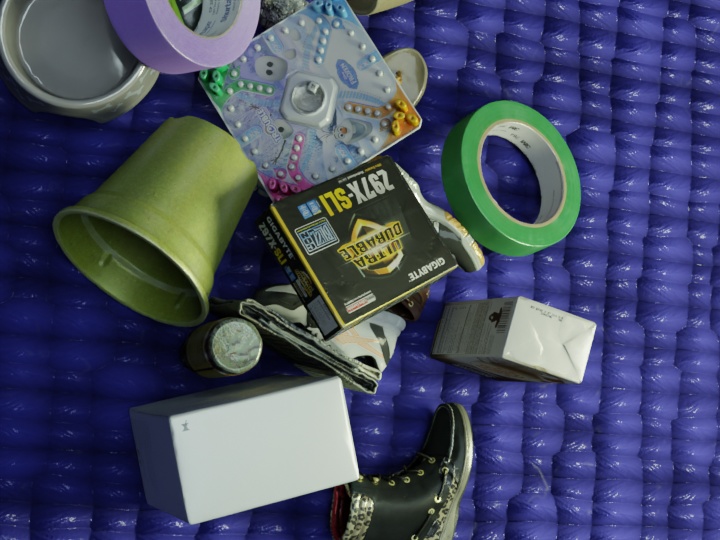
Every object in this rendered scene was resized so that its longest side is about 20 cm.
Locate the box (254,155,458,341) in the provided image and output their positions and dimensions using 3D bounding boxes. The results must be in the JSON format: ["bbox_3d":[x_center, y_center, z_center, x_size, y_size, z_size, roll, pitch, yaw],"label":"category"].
[{"bbox_3d":[-0.002,-0.030,1.470,0.200,0.049,0.160,-26,80,-40],"label":"box"}]

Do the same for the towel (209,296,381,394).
[{"bbox_3d":[-0.079,0.081,1.488,0.192,0.200,0.035,33,80,-16],"label":"towel"}]

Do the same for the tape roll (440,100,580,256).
[{"bbox_3d":[0.197,-0.120,1.673,0.200,0.048,0.201,12,67,-30],"label":"tape roll"}]

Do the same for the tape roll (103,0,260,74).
[{"bbox_3d":[-0.201,-0.326,1.453,0.200,0.065,0.201,7,82,-53],"label":"tape roll"}]

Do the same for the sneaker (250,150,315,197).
[{"bbox_3d":[-0.048,-0.100,1.552,0.199,0.087,0.075,15,86,-2],"label":"sneaker"}]

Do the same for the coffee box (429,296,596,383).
[{"bbox_3d":[0.185,0.088,1.595,0.114,0.200,0.080,20,79,-19],"label":"coffee box"}]

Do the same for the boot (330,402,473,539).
[{"bbox_3d":[0.052,0.254,1.591,0.153,0.073,0.204,14,84,-25],"label":"boot"}]

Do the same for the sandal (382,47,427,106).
[{"bbox_3d":[0.013,-0.213,1.630,0.200,0.054,0.080,-36,98,-20],"label":"sandal"}]

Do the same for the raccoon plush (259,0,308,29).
[{"bbox_3d":[-0.087,-0.264,1.561,0.134,0.097,0.201,18,64,-14],"label":"raccoon plush"}]

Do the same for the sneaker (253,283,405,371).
[{"bbox_3d":[-0.040,0.069,1.575,0.199,0.074,0.080,19,81,-19],"label":"sneaker"}]

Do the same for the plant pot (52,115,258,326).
[{"bbox_3d":[-0.215,-0.069,1.465,0.200,0.200,0.184,39,62,-15],"label":"plant pot"}]

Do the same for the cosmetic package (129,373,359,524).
[{"bbox_3d":[-0.136,0.196,1.455,0.199,0.200,0.123,-11,90,-22],"label":"cosmetic package"}]

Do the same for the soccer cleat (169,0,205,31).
[{"bbox_3d":[-0.206,-0.347,1.553,0.081,0.067,0.201,2,91,-32],"label":"soccer cleat"}]

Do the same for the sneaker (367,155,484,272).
[{"bbox_3d":[0.067,-0.054,1.639,0.200,0.076,0.088,41,86,-9],"label":"sneaker"}]

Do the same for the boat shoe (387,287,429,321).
[{"bbox_3d":[0.000,0.000,1.597,0.200,0.070,0.071,25,73,-19],"label":"boat shoe"}]

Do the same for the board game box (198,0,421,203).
[{"bbox_3d":[-0.061,-0.203,1.507,0.200,0.026,0.200,-32,81,0],"label":"board game box"}]

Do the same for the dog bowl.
[{"bbox_3d":[-0.325,-0.269,1.471,0.199,0.059,0.201,0,87,-8],"label":"dog bowl"}]

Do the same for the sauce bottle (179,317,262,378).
[{"bbox_3d":[-0.166,0.089,1.452,0.064,0.200,0.065,2,84,-21],"label":"sauce bottle"}]

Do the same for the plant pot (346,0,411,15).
[{"bbox_3d":[0.047,-0.407,1.575,0.200,0.187,0.187,-45,102,-27],"label":"plant pot"}]
